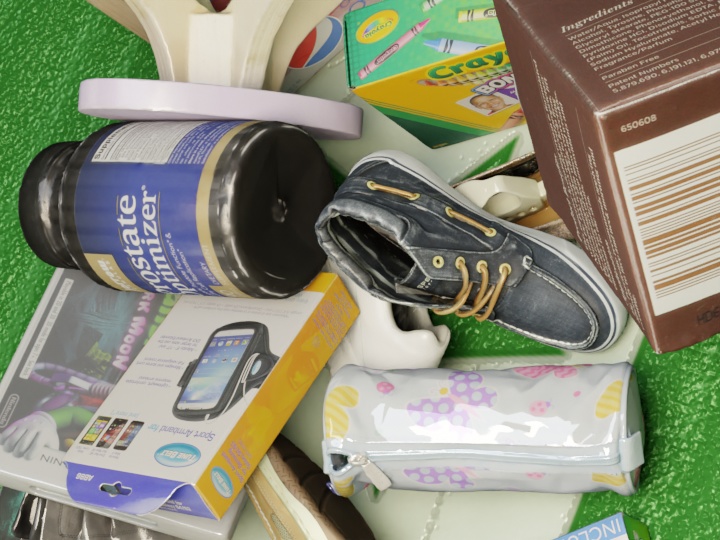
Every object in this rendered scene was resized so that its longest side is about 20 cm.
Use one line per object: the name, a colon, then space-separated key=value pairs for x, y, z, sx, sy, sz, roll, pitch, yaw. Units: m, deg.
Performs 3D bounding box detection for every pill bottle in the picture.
pill bottle: x=-0.121 y=-0.040 z=1.525 sx=0.199 sy=0.112 sz=0.112 roll=2 pitch=74 yaw=39

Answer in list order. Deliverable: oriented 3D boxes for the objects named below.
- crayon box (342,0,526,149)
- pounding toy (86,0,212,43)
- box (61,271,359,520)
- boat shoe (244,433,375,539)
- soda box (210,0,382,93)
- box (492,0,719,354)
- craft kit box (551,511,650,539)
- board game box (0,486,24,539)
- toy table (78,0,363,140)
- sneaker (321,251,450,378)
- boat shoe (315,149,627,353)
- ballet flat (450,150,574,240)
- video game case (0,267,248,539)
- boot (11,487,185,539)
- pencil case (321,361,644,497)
crayon box: x=0.103 y=-0.147 z=1.530 sx=0.199 sy=0.119 sz=0.058 roll=-15 pitch=66 yaw=25
pounding toy: x=-0.125 y=-0.265 z=1.664 sx=0.142 sy=0.184 sz=0.200 roll=39 pitch=95 yaw=34
box: x=-0.099 y=0.081 z=1.490 sx=0.119 sy=0.042 sz=0.200 roll=5 pitch=51 yaw=41
boat shoe: x=-0.028 y=0.186 z=1.464 sx=0.076 sy=0.072 sz=0.200 roll=-45 pitch=63 yaw=14
soda box: x=-0.023 y=-0.202 z=1.651 sx=0.200 sy=0.070 sz=0.063 roll=-41 pitch=58 yaw=13
box: x=0.194 y=-0.089 z=1.362 sx=0.164 sy=0.166 sz=0.200 roll=-21 pitch=32 yaw=-4
craft kit box: x=0.104 y=0.273 z=1.431 sx=0.199 sy=0.048 sz=0.198 roll=-24 pitch=60 yaw=22
board game box: x=-0.189 y=0.152 z=1.650 sx=0.135 sy=0.028 sz=0.201 roll=10 pitch=78 yaw=31
toy table: x=-0.088 y=-0.151 z=1.546 sx=0.183 sy=0.200 sz=0.118 roll=2 pitch=89 yaw=45
sneaker: x=0.000 y=0.000 z=1.556 sx=0.087 sy=0.074 sz=0.200 roll=-50 pitch=61 yaw=35
boat shoe: x=0.066 y=0.005 z=1.475 sx=0.200 sy=0.091 sz=0.071 roll=30 pitch=123 yaw=6
ballet flat: x=0.116 y=-0.050 z=1.520 sx=0.200 sy=0.067 sz=0.068 roll=-25 pitch=62 yaw=20
video game case: x=-0.139 y=0.073 z=1.562 sx=0.181 sy=0.023 sz=0.200 roll=15 pitch=55 yaw=10
boot: x=-0.153 y=0.144 z=1.564 sx=0.070 sy=0.131 sz=0.201 roll=156 pitch=128 yaw=-66
pencil case: x=0.075 y=0.098 z=1.453 sx=0.199 sy=0.091 sz=0.083 roll=-1 pitch=94 yaw=11
